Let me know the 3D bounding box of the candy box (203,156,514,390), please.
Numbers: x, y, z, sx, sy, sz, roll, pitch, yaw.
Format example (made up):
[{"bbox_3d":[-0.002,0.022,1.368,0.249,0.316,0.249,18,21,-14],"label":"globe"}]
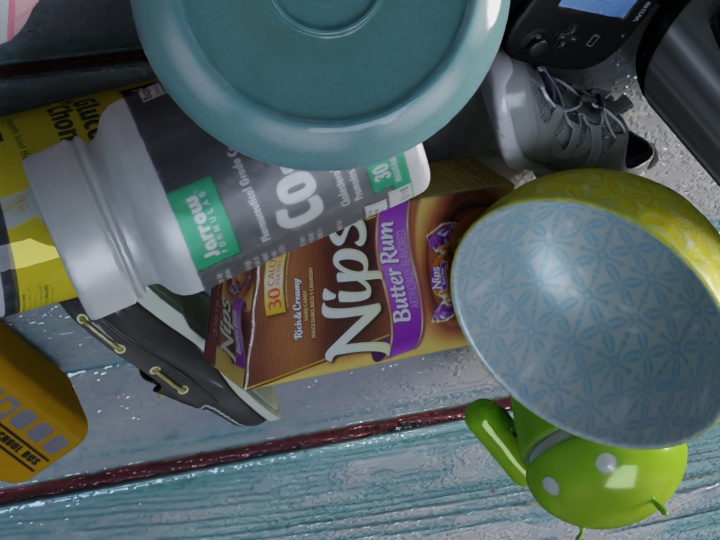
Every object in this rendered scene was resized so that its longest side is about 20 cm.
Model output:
[{"bbox_3d":[0.000,0.000,1.509,0.199,0.056,0.117,-10,119,-33],"label":"candy box"}]

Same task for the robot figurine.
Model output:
[{"bbox_3d":[0.162,0.089,1.634,0.175,0.201,0.115,-28,148,33],"label":"robot figurine"}]

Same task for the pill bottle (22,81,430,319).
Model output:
[{"bbox_3d":[-0.073,-0.056,1.268,0.199,0.113,0.113,-24,143,-4],"label":"pill bottle"}]

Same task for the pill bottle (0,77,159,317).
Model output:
[{"bbox_3d":[-0.140,-0.049,1.372,0.199,0.112,0.112,-16,141,-15],"label":"pill bottle"}]

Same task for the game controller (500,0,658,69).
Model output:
[{"bbox_3d":[0.162,-0.196,1.368,0.104,0.042,0.200,11,129,-39],"label":"game controller"}]

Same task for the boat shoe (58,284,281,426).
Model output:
[{"bbox_3d":[-0.122,0.048,1.534,0.060,0.072,0.201,-31,135,12],"label":"boat shoe"}]

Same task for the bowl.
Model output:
[{"bbox_3d":[0.168,0.005,1.501,0.108,0.199,0.201,-51,161,-40],"label":"bowl"}]

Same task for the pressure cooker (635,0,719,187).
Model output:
[{"bbox_3d":[0.293,-0.107,1.467,0.178,0.200,0.176,-19,151,-35],"label":"pressure cooker"}]

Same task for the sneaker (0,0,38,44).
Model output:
[{"bbox_3d":[-0.150,-0.201,1.219,0.104,0.076,0.201,-4,133,-20],"label":"sneaker"}]

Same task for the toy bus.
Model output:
[{"bbox_3d":[-0.257,0.063,1.470,0.078,0.065,0.200,-33,142,8],"label":"toy bus"}]

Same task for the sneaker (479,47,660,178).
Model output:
[{"bbox_3d":[0.131,-0.101,1.501,0.082,0.075,0.200,-23,156,16],"label":"sneaker"}]

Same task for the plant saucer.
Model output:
[{"bbox_3d":[-0.019,-0.152,1.200,0.199,0.201,0.027,-23,-176,-5],"label":"plant saucer"}]
